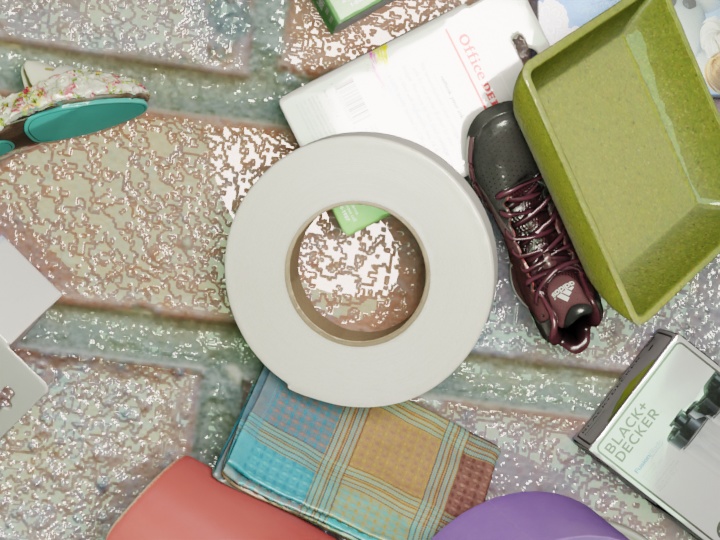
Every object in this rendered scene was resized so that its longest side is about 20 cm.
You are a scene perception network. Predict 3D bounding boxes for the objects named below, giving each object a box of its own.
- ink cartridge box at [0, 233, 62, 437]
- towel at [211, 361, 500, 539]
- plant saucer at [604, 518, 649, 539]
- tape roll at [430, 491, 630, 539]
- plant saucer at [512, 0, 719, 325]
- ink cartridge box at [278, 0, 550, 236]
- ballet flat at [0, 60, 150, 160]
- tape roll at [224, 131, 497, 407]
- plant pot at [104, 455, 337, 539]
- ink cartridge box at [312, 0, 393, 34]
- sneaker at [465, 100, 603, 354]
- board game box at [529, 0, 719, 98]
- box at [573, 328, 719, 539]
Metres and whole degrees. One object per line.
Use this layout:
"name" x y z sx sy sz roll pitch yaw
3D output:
"ink cartridge box" -0.299 0.018 1.270 0.200 0.115 0.068 46 48 -5
"towel" 0.002 0.140 1.301 0.200 0.147 0.022 26 135 -4
"plant saucer" 0.169 0.293 1.350 0.200 0.050 0.201 0 93 -4
"tape roll" 0.125 0.266 1.245 0.200 0.085 0.200 -6 108 -20
"plant saucer" 0.191 -0.085 1.258 0.200 0.048 0.200 -36 105 -44
"ink cartridge box" 0.052 -0.123 1.312 0.200 0.067 0.117 -26 94 1
"ballet flat" -0.259 -0.120 1.296 0.200 0.076 0.064 -19 77 -6
"tape roll" 0.000 0.000 1.270 0.202 0.037 0.203 1 100 8
"plant pot" -0.105 0.243 1.269 0.177 0.200 0.201 39 89 7
"ink cartridge box" -0.006 -0.300 1.295 0.145 0.084 0.200 -30 93 -2
"sneaker" 0.139 -0.022 1.262 0.076 0.116 0.200 -22 127 3
"board game box" 0.230 -0.231 1.334 0.199 0.043 0.200 -2 93 -3
"box" 0.279 0.151 1.346 0.200 0.060 0.117 39 89 -4
